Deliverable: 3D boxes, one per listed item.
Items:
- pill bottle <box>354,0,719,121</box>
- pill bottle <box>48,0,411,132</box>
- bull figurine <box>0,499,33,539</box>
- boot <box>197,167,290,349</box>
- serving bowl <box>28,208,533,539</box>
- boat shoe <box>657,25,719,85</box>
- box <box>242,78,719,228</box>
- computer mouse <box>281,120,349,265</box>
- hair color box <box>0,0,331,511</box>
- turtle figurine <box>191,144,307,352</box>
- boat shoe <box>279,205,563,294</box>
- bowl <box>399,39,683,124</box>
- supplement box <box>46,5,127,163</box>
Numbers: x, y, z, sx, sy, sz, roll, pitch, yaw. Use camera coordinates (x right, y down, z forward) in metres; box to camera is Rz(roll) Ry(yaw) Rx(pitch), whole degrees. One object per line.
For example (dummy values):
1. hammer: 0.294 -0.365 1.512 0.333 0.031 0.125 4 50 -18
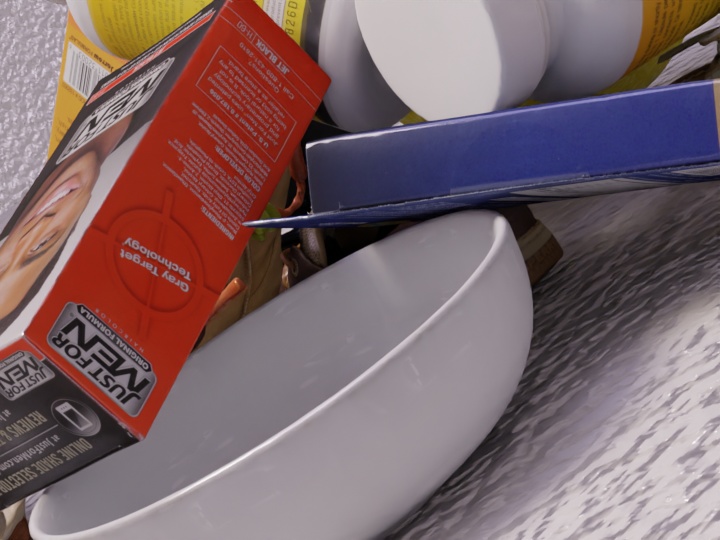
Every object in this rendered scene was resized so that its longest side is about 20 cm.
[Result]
1. pill bottle: 0.095 -0.138 0.807 0.199 0.114 0.112 -33 10 -31
2. pill bottle: -0.062 -0.139 0.875 0.198 0.113 0.112 19 39 25
3. bull figurine: -0.172 0.129 0.782 0.121 0.065 0.201 -14 40 58
4. boot: -0.094 -0.031 0.992 0.175 0.066 0.201 -42 -30 -40
5. serving bowl: -0.017 0.059 0.699 0.199 0.066 0.200 -32 11 7
6. boat shoe: 0.192 -0.100 0.801 0.199 0.063 0.073 -24 15 43
7. box: 0.065 -0.041 0.733 0.198 0.033 0.121 -8 -2 26
8. computer mouse: -0.033 -0.074 1.093 0.138 0.201 0.053 -30 46 -5
9. hair color box: -0.093 -0.012 0.759 0.101 0.061 0.201 -28 28 42
10. turtle figurine: -0.087 0.023 0.872 0.200 0.064 0.162 -56 10 52
11. boat shoe: 0.000 0.000 0.885 0.199 0.072 0.072 -23 14 47
12. bowl: 0.088 -0.113 0.988 0.198 0.109 0.200 -17 20 7
13. supplement box: -0.125 -0.055 1.047 0.066 0.069 0.201 -19 -44 -41
